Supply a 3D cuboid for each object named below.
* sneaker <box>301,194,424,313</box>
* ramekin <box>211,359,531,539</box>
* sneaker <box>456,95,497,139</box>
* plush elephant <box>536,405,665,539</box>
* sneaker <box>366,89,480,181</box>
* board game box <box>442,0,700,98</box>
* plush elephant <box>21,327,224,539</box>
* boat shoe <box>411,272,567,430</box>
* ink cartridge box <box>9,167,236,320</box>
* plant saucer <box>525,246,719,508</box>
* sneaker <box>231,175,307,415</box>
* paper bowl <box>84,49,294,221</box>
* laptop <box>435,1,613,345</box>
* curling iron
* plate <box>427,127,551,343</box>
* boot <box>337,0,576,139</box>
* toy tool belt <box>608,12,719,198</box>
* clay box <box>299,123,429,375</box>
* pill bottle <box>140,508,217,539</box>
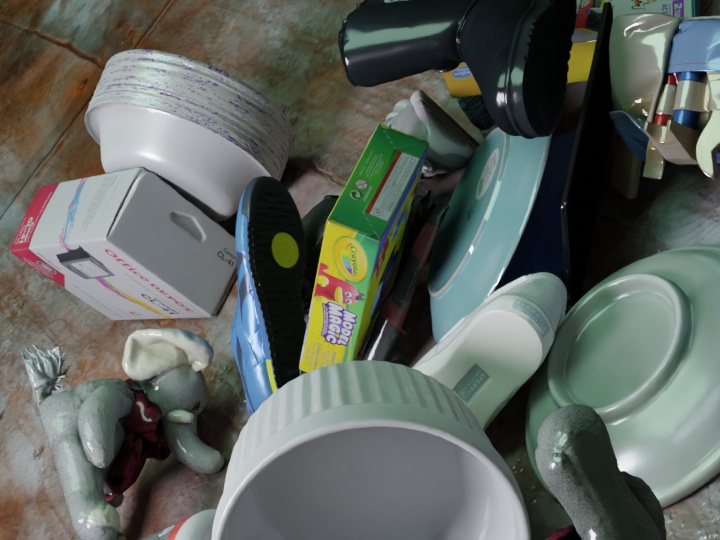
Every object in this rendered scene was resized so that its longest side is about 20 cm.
[{"bbox_3d":[-0.013,-0.033,1.292,0.199,0.076,0.091,-20,36,38],"label":"sneaker"},{"bbox_3d":[0.003,0.154,0.962,0.200,0.200,0.105,-42,22,14],"label":"ramekin"},{"bbox_3d":[0.105,-0.192,1.287,0.077,0.086,0.201,-37,34,20],"label":"sneaker"},{"bbox_3d":[0.105,0.197,0.818,0.165,0.200,0.155,-51,5,-27],"label":"plush elephant"},{"bbox_3d":[0.045,-0.094,1.250,0.082,0.075,0.200,-49,6,-2],"label":"sneaker"},{"bbox_3d":[0.168,-0.216,1.194,0.197,0.041,0.154,-5,50,18],"label":"board game box"},{"bbox_3d":[-0.189,0.136,1.288,0.153,0.165,0.202,-17,67,-13],"label":"plush elephant"},{"bbox_3d":[0.078,0.066,1.047,0.069,0.072,0.201,-44,-10,-42],"label":"boat shoe"},{"bbox_3d":[-0.232,-0.021,1.488,0.199,0.147,0.086,-2,56,52],"label":"ink cartridge box"},{"bbox_3d":[0.176,0.059,0.969,0.199,0.050,0.202,-33,36,28],"label":"plant saucer"},{"bbox_3d":[-0.084,0.026,1.250,0.078,0.065,0.203,-12,84,47],"label":"sneaker"},{"bbox_3d":[-0.171,-0.120,1.460,0.199,0.200,0.105,-4,60,50],"label":"paper bowl"},{"bbox_3d":[0.119,-0.064,1.114,0.114,0.201,0.189,7,56,15],"label":"laptop"},{"bbox_3d":[0.027,0.035,1.165,0.050,0.025,0.202,-40,-30,-82],"label":"curling iron"},{"bbox_3d":[0.089,-0.040,1.128,0.200,0.025,0.202,-158,89,-82],"label":"plate"},{"bbox_3d":[0.064,-0.152,1.088,0.166,0.077,0.201,-8,36,21],"label":"boot"},{"bbox_3d":[0.245,-0.104,1.010,0.199,0.124,0.125,12,94,57],"label":"toy tool belt"},{"bbox_3d":[0.000,0.000,1.166,0.201,0.047,0.116,101,-168,-48],"label":"clay box"},{"bbox_3d":[-0.158,0.263,1.125,0.199,0.116,0.117,-29,37,32],"label":"pill bottle"}]
